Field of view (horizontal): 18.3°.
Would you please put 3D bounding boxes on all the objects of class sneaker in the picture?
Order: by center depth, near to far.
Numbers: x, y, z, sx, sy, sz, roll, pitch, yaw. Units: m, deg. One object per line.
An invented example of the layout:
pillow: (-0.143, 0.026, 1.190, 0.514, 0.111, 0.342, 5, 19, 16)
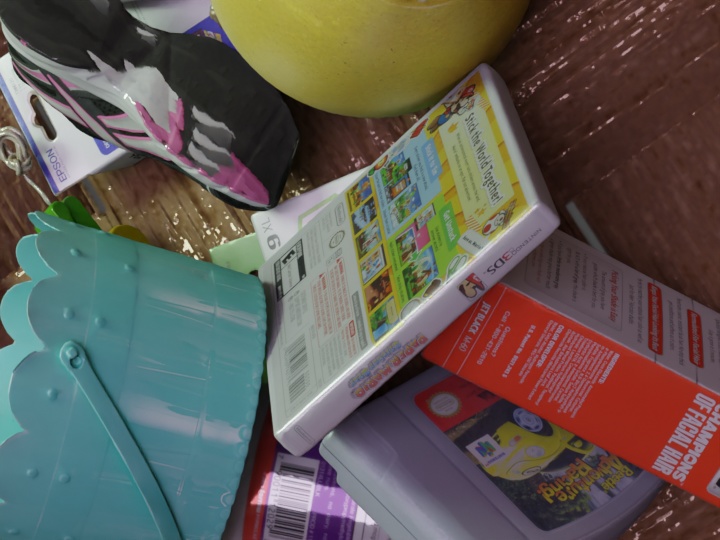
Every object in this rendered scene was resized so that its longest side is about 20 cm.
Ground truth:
sneaker: (-0.124, -0.101, 1.321, 0.200, 0.086, 0.080, 37, 65, 5)

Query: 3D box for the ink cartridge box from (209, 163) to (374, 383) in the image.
ink cartridge box: (0.000, 0.000, 1.320, 0.199, 0.059, 0.105, -21, 83, 18)

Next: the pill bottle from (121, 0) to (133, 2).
pill bottle: (-0.157, -0.272, 1.336, 0.113, 0.114, 0.202, -3, 72, 19)

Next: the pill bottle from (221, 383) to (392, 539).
pill bottle: (0.026, 0.135, 1.275, 0.198, 0.111, 0.112, 11, 93, 6)

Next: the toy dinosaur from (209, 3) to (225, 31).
toy dinosaur: (-0.020, -0.217, 1.326, 0.200, 0.060, 0.106, -39, 96, -7)

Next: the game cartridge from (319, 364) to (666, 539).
game cartridge: (0.088, 0.100, 1.218, 0.133, 0.199, 0.041, 46, 134, 18)

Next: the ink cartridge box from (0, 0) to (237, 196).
ink cartridge box: (-0.124, -0.136, 1.377, 0.199, 0.039, 0.100, -30, 80, 15)

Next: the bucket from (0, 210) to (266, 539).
bucket: (-0.139, 0.075, 1.246, 0.134, 0.207, 0.209, 13, 95, -12)

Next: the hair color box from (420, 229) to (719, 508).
hair color box: (0.136, 0.045, 1.207, 0.199, 0.111, 0.064, 26, 113, -4)

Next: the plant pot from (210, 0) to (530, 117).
plant pot: (0.018, -0.189, 1.232, 0.198, 0.142, 0.202, 0, 91, -11)

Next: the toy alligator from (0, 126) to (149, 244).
toy alligator: (-0.165, -0.001, 1.357, 0.200, 0.054, 0.059, 46, 133, -3)

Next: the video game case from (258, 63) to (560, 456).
video game case: (0.019, -0.011, 1.191, 0.182, 0.200, 0.023, -42, 111, 14)
